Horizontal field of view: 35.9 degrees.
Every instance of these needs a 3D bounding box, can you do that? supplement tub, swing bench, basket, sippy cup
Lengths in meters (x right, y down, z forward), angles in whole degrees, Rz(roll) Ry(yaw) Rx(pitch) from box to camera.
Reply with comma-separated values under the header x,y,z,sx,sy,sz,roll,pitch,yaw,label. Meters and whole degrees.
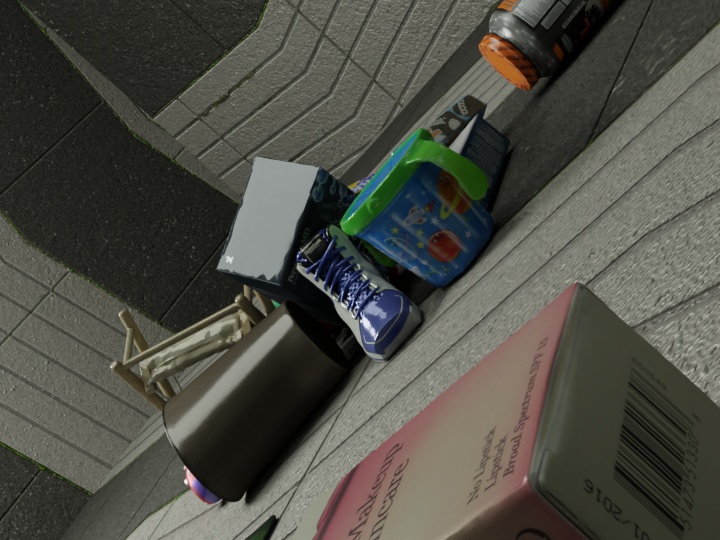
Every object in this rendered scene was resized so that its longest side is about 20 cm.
x,y,z,sx,sy,sz,roll,pitch,yaw,label
0.261,-0.356,1.535,0.201,0.122,0.123,-50,7,0,supplement tub
-0.188,0.118,1.459,0.197,0.201,0.130,-27,30,10,swing bench
-0.120,0.144,1.324,0.200,0.136,0.181,-45,26,7,basket
0.068,-0.058,1.186,0.140,0.130,0.178,-49,8,1,sippy cup

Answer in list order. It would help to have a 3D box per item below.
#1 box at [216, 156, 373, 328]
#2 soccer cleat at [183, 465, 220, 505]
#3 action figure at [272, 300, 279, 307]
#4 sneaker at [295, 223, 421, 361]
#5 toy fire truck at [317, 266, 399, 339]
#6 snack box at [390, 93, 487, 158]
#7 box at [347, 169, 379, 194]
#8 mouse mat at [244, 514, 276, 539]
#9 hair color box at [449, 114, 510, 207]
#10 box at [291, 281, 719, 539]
x,y,z,sx,sy,sz,roll,pitch,yaw,label
-0.061,-0.030,1.378,0.106,0.199,0.151,12,79,34,box
-0.180,0.240,1.480,0.076,0.067,0.200,-43,6,15,soccer cleat
-0.111,0.091,1.585,0.201,0.054,0.119,110,164,-47,action figure
-0.016,0.016,1.233,0.081,0.115,0.200,-49,27,7,sneaker
0.000,0.000,1.528,0.200,0.049,0.141,-43,18,12,toy fire truck
0.097,-0.149,1.517,0.200,0.037,0.117,-41,-25,-41,snack box
-0.002,-0.101,1.769,0.198,0.065,0.070,-29,17,-25,box
-0.161,0.336,1.096,0.200,0.008,0.161,-44,10,37,mouse mat
0.121,-0.105,1.369,0.100,0.060,0.201,-50,6,32,hair color box
0.052,0.125,0.457,0.200,0.109,0.128,-45,9,35,box
